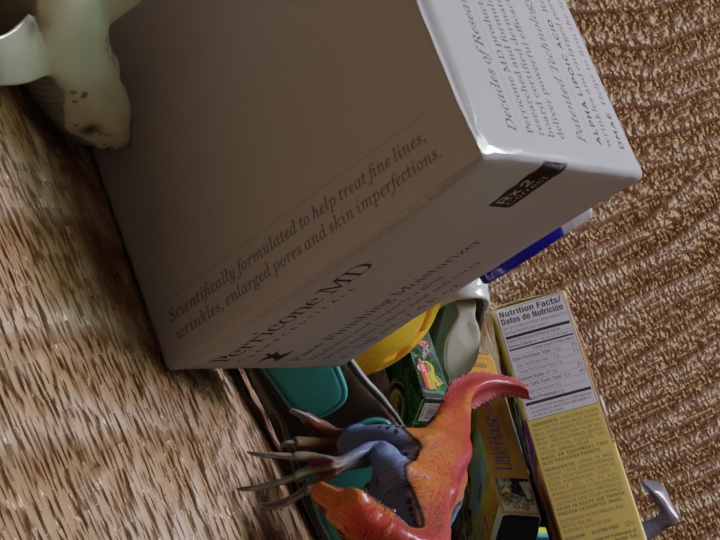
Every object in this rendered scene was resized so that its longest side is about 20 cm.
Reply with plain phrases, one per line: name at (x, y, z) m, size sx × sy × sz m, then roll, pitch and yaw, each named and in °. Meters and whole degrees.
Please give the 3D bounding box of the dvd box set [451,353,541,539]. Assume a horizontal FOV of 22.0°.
dvd box set at (0.082, 0.170, 1.288) m, size 0.200 × 0.029 × 0.147 m, roll -101°, pitch -163°, yaw -60°

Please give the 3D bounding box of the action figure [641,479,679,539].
action figure at (0.157, 0.265, 1.315) m, size 0.104 × 0.194 × 0.200 m, roll 26°, pitch 28°, yaw 5°

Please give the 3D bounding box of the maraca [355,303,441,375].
maraca at (0.000, 0.000, 1.100) m, size 0.200 × 0.106 × 0.138 m, roll 134°, pitch -32°, yaw -84°

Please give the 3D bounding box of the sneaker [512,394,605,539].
sneaker at (0.116, 0.187, 1.365) m, size 0.131 × 0.079 × 0.201 m, roll -72°, pitch -178°, yaw -61°

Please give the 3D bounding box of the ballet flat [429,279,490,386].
ballet flat at (0.049, 0.070, 1.256) m, size 0.070 × 0.069 × 0.201 m, roll -106°, pitch -159°, yaw -49°

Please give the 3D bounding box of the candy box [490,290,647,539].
candy box at (0.139, 0.129, 1.214) m, size 0.117 × 0.056 × 0.201 m, roll 74°, pitch 2°, yaw -56°

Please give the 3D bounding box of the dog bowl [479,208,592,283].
dog bowl at (0.051, -0.094, 1.100) m, size 0.201 × 0.079 × 0.200 m, roll 55°, pitch 3°, yaw -5°

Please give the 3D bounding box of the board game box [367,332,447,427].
board game box at (0.014, 0.053, 1.225) m, size 0.200 × 0.023 × 0.105 m, roll -107°, pitch -149°, yaw -49°

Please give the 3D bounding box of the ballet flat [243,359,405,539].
ballet flat at (-0.018, 0.073, 0.978) m, size 0.201 × 0.067 × 0.064 m, roll 65°, pitch -2°, yaw -19°

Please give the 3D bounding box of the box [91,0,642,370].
box at (-0.014, -0.084, 0.841) m, size 0.130 × 0.199 × 0.201 m, roll 3°, pitch 61°, yaw -51°

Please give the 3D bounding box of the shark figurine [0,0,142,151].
shark figurine at (-0.127, -0.155, 0.756) m, size 0.089 × 0.216 × 0.128 m, roll 28°, pitch 20°, yaw 30°

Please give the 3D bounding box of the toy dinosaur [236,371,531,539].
toy dinosaur at (0.017, 0.091, 0.855) m, size 0.105 × 0.200 × 0.181 m, roll 48°, pitch -16°, yaw -10°
